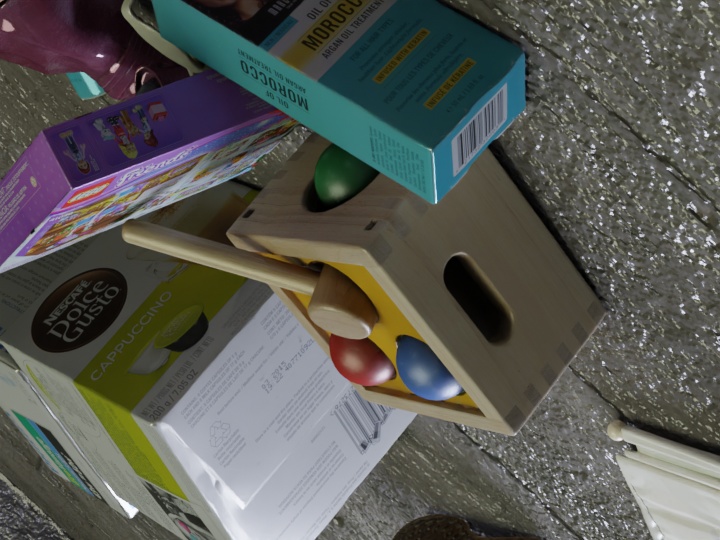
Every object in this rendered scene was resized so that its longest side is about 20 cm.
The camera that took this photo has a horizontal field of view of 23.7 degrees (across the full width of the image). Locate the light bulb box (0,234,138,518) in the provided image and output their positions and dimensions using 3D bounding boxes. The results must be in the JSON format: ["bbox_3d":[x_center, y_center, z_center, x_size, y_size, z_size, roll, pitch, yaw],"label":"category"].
[{"bbox_3d":[-0.202,0.057,1.419,0.124,0.200,0.199,22,151,43],"label":"light bulb box"}]

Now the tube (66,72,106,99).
[{"bbox_3d":[-0.220,-0.213,1.167,0.077,0.050,0.201,7,133,54],"label":"tube"}]

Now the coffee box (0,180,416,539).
[{"bbox_3d":[-0.107,0.073,1.284,0.197,0.200,0.201,22,151,43],"label":"coffee box"}]

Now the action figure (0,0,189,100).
[{"bbox_3d":[-0.154,-0.145,1.134,0.199,0.150,0.134,28,175,-17],"label":"action figure"}]

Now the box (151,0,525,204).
[{"bbox_3d":[-0.014,-0.122,0.918,0.199,0.082,0.049,33,155,24],"label":"box"}]

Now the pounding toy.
[{"bbox_3d":[0.000,0.000,1.028,0.200,0.142,0.184,50,157,-27],"label":"pounding toy"}]

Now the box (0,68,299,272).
[{"bbox_3d":[-0.119,-0.069,1.004,0.137,0.199,0.039,-34,83,53],"label":"box"}]

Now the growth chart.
[{"bbox_3d":[0.234,0.174,1.127,0.144,0.018,0.201,22,150,41],"label":"growth chart"}]

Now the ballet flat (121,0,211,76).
[{"bbox_3d":[-0.127,-0.186,1.020,0.200,0.069,0.069,52,157,-21],"label":"ballet flat"}]

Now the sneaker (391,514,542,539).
[{"bbox_3d":[0.107,0.268,1.453,0.200,0.067,0.090,0,128,56],"label":"sneaker"}]
